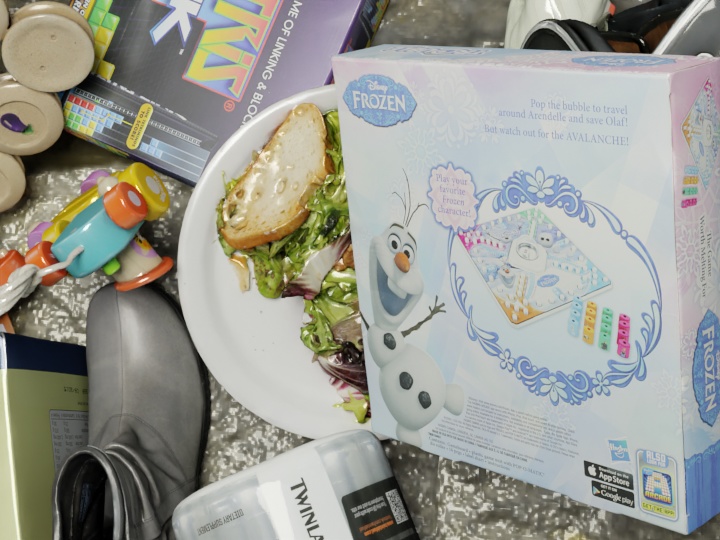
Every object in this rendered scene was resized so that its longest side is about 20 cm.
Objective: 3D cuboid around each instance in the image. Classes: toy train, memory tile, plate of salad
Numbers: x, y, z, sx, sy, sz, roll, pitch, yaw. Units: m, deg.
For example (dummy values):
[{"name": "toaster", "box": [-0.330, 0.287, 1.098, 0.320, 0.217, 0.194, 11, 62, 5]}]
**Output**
[{"name": "toy train", "box": [-0.170, 0.006, 0.785, 0.150, 0.200, 0.056, -45, 106, -20]}, {"name": "memory tile", "box": [-0.247, -0.085, 0.785, 0.152, 0.017, 0.200, 20, 125, -26]}, {"name": "plate of salad", "box": [0.000, 0.000, 0.771, 0.198, 0.048, 0.202, -2, 101, -8]}]

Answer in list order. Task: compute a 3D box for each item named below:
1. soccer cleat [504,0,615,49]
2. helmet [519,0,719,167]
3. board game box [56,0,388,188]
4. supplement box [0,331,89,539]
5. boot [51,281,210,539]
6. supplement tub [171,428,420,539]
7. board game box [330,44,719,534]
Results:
[{"name": "soccer cleat", "box": [0.110, -0.197, 0.771, 0.077, 0.069, 0.202, 14, 101, -31]}, {"name": "helmet", "box": [0.188, -0.072, 0.679, 0.190, 0.199, 0.201, 25, 88, 55]}, {"name": "board game box", "box": [-0.079, -0.149, 0.826, 0.164, 0.057, 0.202, 22, 88, 13]}, {"name": "supplement box", "box": [-0.251, 0.151, 0.782, 0.198, 0.134, 0.202, -9, 82, 9]}, {"name": "boot", "box": [-0.127, 0.097, 0.767, 0.069, 0.132, 0.202, -13, 82, 9]}, {"name": "supplement tub", "box": [-0.012, 0.195, 0.741, 0.122, 0.123, 0.202, -24, 80, 7]}, {"name": "board game box", "box": [0.076, -0.001, 0.660, 0.199, 0.043, 0.201, 12, 116, 45]}]
